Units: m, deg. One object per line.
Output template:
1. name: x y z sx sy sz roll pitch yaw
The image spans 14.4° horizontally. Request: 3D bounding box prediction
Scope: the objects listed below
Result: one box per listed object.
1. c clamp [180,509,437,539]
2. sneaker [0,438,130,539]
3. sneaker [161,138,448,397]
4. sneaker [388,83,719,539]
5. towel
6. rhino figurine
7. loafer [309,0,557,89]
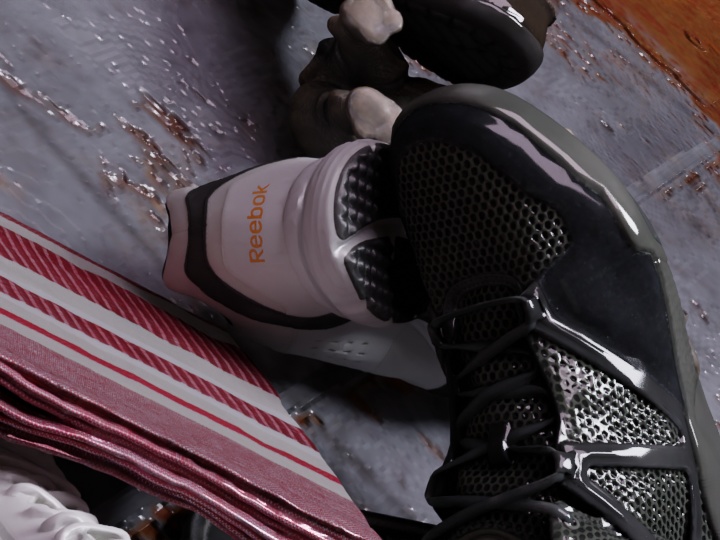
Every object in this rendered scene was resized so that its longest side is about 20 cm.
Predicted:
1. c clamp: 0.020 0.135 0.871 0.200 0.027 0.171 10 35 -43
2. sneaker: -0.086 0.086 0.743 0.075 0.081 0.200 20 32 -32
3. sneaker: 0.000 0.000 0.975 0.200 0.080 0.074 34 55 -62
4. sneaker: 0.052 0.044 0.879 0.114 0.076 0.199 -40 112 -50
5. towel: -0.080 0.025 0.834 0.144 0.023 0.200 29 7 -21
6. rhino figurine: 0.055 -0.023 1.088 0.200 0.060 0.087 38 -17 -8
7. loafer: 0.017 -0.132 1.121 0.073 0.071 0.200 42 -5 -38
